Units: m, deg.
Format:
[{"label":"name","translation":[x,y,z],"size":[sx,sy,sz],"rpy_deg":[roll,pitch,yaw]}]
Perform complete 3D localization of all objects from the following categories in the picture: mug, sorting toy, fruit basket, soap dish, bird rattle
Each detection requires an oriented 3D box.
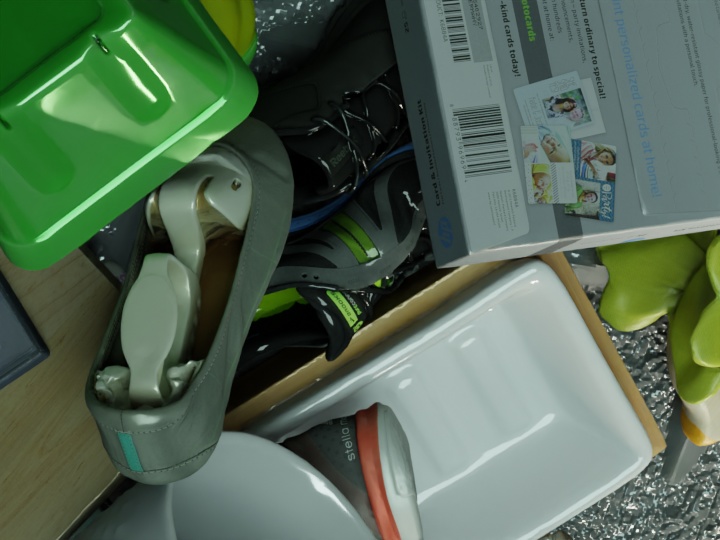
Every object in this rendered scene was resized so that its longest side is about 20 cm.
[{"label":"mug","translation":[-0.077,0.201,1.220],"size":[0.175,0.200,0.147],"rpy_deg":[-40,154,29]},{"label":"sorting toy","translation":[-0.197,0.054,1.269],"size":[0.200,0.070,0.199],"rpy_deg":[-46,78,6]},{"label":"fruit basket","translation":[-0.133,-0.110,1.223],"size":[0.155,0.216,0.216],"rpy_deg":[-37,118,2]},{"label":"soap dish","translation":[0.036,0.078,1.389],"size":[0.200,0.081,0.158],"rpy_deg":[-32,118,-1]},{"label":"bird rattle","translation":[0.223,0.010,1.427],"size":[0.199,0.113,0.163],"rpy_deg":[-22,129,-21]}]

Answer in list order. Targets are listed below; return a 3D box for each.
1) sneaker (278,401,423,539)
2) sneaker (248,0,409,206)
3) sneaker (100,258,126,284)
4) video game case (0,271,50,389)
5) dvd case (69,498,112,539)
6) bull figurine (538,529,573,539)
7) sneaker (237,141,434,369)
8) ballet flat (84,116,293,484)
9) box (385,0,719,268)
[{"label":"sneaker","translation":[-0.003,0.164,1.333],"size":[0.082,0.077,0.201],"rpy_deg":[-10,101,1]},{"label":"sneaker","translation":[-0.006,-0.075,1.305],"size":[0.200,0.091,0.076],"rpy_deg":[-34,117,-2]},{"label":"sneaker","translation":[-0.179,0.067,1.339],"size":[0.200,0.075,0.100],"rpy_deg":[-29,81,11]},{"label":"video game case","translation":[-0.250,-0.007,1.234],"size":[0.143,0.019,0.200],"rpy_deg":[-34,83,7]},{"label":"dvd case","translation":[-0.132,0.206,1.345],"size":[0.146,0.200,0.022],"rpy_deg":[-52,153,10]},{"label":"bull figurine","translation":[0.106,0.216,1.467],"size":[0.200,0.065,0.121],"rpy_deg":[35,103,-34]},{"label":"sneaker","translation":[0.000,0.000,1.326],"size":[0.199,0.083,0.071],"rpy_deg":[-24,135,8]},{"label":"ballet flat","translation":[-0.073,-0.003,1.188],"size":[0.067,0.200,0.064],"rpy_deg":[-1,144,18]},{"label":"box","translation":[0.116,-0.091,1.298],"size":[0.199,0.041,0.156],"rpy_deg":[-9,84,-24]}]
